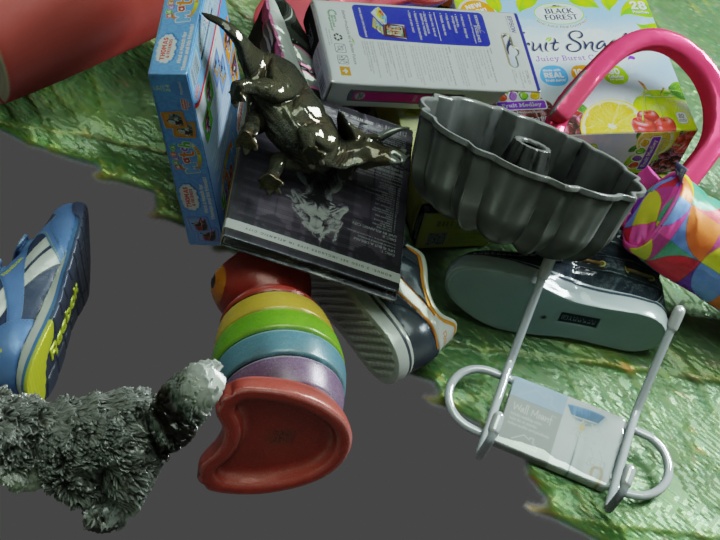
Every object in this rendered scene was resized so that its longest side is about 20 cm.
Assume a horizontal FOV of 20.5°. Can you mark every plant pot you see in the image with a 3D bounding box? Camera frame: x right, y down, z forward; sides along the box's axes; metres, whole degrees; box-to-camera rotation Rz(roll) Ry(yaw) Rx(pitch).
[{"bbox_3d":[-0.274,-0.247,1.686,0.177,0.201,0.200,-37,69,-25],"label":"plant pot"}]

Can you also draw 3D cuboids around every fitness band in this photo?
[{"bbox_3d":[0.242,-0.122,1.750,0.144,0.037,0.200,44,68,-4],"label":"fitness band"}]

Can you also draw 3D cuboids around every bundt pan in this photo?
[{"bbox_3d":[0.128,-0.069,1.623,0.200,0.076,0.202,19,17,-6],"label":"bundt pan"}]

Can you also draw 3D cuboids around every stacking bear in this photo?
[{"bbox_3d":[-0.071,0.060,1.552,0.112,0.122,0.201,6,44,-15],"label":"stacking bear"}]

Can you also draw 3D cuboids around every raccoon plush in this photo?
[{"bbox_3d":[-0.200,0.097,1.434,0.133,0.200,0.097,27,30,-20],"label":"raccoon plush"}]

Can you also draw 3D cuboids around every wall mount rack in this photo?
[{"bbox_3d":[0.176,0.094,1.603,0.198,0.075,0.175,22,59,0],"label":"wall mount rack"}]

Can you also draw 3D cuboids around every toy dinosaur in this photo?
[{"bbox_3d":[-0.060,-0.125,1.581,0.200,0.077,0.102,41,31,-4],"label":"toy dinosaur"}]

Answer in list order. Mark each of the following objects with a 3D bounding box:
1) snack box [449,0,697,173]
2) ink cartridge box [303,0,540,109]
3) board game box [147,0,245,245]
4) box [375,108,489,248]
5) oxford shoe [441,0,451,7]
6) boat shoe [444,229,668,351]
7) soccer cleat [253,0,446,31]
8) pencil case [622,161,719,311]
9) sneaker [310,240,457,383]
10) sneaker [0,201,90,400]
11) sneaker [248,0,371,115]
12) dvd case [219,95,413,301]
[{"bbox_3d":[0.187,-0.171,1.826,0.198,0.068,0.170,-2,55,-18],"label":"snack box"},{"bbox_3d":[0.054,-0.187,1.739,0.198,0.037,0.095,0,55,-19],"label":"ink cartridge box"},{"bbox_3d":[-0.130,-0.143,1.629,0.036,0.201,0.152,0,50,8],"label":"board game box"},{"bbox_3d":[0.062,-0.114,1.758,0.074,0.050,0.201,-3,55,-18],"label":"box"},{"bbox_3d":[0.041,-0.297,1.879,0.198,0.073,0.072,-1,53,-16],"label":"oxford shoe"},{"bbox_3d":[0.165,0.004,1.688,0.198,0.071,0.092,15,49,-13],"label":"boat shoe"},{"bbox_3d":[0.001,-0.246,1.827,0.198,0.077,0.067,-19,72,4],"label":"soccer cleat"},{"bbox_3d":[0.315,-0.009,1.690,0.199,0.088,0.089,34,48,-16],"label":"pencil case"},{"bbox_3d":[0.000,0.000,1.635,0.079,0.079,0.201,-25,68,-30],"label":"sneaker"},{"bbox_3d":[-0.260,0.016,1.550,0.081,0.074,0.201,6,41,9],"label":"sneaker"},{"bbox_3d":[-0.036,-0.149,1.750,0.086,0.080,0.202,-8,67,-29],"label":"sneaker"},{"bbox_3d":[-0.032,-0.069,1.618,0.147,0.016,0.201,18,42,-11],"label":"dvd case"}]
